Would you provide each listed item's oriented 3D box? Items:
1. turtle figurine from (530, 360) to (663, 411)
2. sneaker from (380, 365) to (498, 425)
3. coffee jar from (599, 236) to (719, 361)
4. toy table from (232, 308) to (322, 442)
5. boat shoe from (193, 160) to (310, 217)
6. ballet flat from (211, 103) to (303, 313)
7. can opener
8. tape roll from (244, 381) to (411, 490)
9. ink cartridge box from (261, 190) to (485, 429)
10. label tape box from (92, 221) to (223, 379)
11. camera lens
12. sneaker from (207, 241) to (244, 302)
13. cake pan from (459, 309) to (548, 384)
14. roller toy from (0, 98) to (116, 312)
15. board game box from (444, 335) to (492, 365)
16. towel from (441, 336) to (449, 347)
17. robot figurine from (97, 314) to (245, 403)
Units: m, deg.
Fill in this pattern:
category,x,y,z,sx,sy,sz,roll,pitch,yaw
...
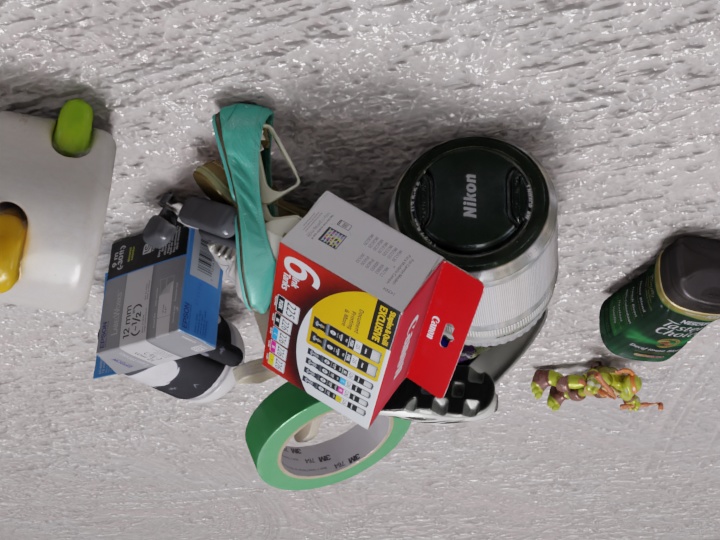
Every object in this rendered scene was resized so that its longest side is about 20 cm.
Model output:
category,x,y,z,sx,sy,sz,roll,pitch,yaw
turtle figurine,0.324,0.158,1.686,0.161,0.064,0.200,-7,162,36
sneaker,0.057,0.140,1.357,0.200,0.074,0.089,11,160,18
coffee jar,0.364,0.035,1.401,0.104,0.085,0.200,9,153,-12
toy table,-0.063,0.110,1.519,0.117,0.184,0.200,-30,148,27
boat shoe,-0.092,-0.069,1.270,0.201,0.063,0.073,35,176,-40
ballet flat,-0.089,-0.061,1.136,0.070,0.200,0.067,-10,-179,10
can opener,-0.170,-0.039,1.253,0.053,0.067,0.200,37,170,-29
tape roll,-0.037,0.188,1.457,0.200,0.048,0.200,-16,143,-13
ink cartridge box,0.007,0.052,1.150,0.176,0.084,0.200,29,143,14
label tape box,-0.252,0.035,1.394,0.200,0.143,0.066,-15,150,32
camera lens,0.117,-0.027,1.211,0.160,0.160,0.200,-2,154,9
sneaker,-0.127,-0.012,1.292,0.087,0.075,0.200,38,176,-6
cake pan,0.143,0.101,1.467,0.037,0.200,0.200,44,144,-6
roller toy,-0.318,-0.055,1.163,0.140,0.200,0.182,10,159,-13
board game box,0.111,0.054,1.425,0.032,0.120,0.200,21,149,-22
towel,0.012,0.050,1.326,0.148,0.050,0.200,6,160,28
robot figurine,-0.237,0.093,1.543,0.125,0.150,0.200,-45,136,13
